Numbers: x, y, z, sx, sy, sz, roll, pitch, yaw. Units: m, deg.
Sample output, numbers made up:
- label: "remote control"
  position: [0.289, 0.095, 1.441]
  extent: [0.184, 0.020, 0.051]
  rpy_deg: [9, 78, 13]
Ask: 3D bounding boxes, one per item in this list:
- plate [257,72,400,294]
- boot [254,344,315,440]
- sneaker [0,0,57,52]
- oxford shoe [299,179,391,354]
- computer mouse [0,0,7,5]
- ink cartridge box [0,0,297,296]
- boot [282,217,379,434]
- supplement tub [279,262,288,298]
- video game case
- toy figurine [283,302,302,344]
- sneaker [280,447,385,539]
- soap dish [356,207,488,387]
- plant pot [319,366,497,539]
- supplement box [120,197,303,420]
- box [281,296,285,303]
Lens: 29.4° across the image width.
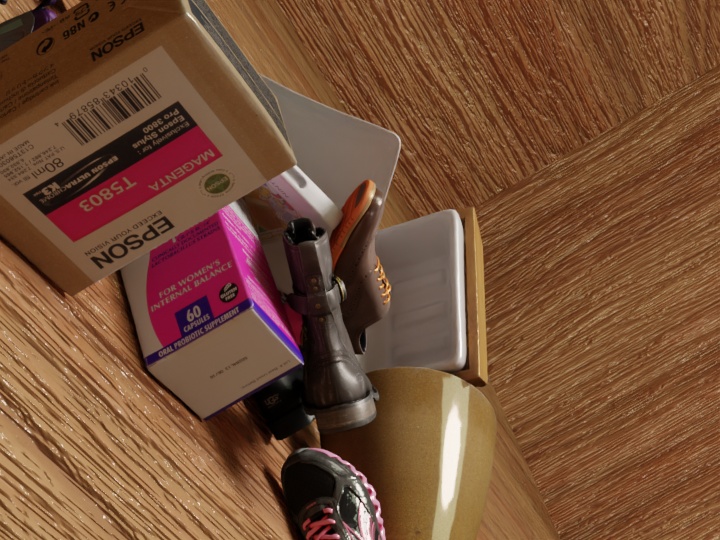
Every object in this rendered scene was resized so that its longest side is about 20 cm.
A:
- label: "plate"
  position: [-0.061, -0.076, 1.338]
  extent: [0.198, 0.202, 0.032]
  rpy_deg: [25, 25, 22]
- label: "boot"
  position: [-0.090, 0.065, 1.346]
  extent: [0.164, 0.073, 0.198]
  rpy_deg: [61, 12, -6]
- label: "sneaker"
  position: [-0.218, -0.107, 1.053]
  extent: [0.201, 0.087, 0.075]
  rpy_deg: [59, 8, -16]
- label: "oxford shoe"
  position: [0.000, 0.000, 1.264]
  extent: [0.072, 0.072, 0.201]
  rpy_deg: [-73, -179, -45]
- label: "computer mouse"
  position: [-0.351, -0.305, 1.079]
  extent: [0.202, 0.046, 0.140]
  rpy_deg: [68, 13, 9]
- label: "ink cartridge box"
  position: [-0.166, -0.093, 0.927]
  extent: [0.165, 0.198, 0.076]
  rpy_deg: [51, 12, -48]
- label: "boot"
  position: [-0.031, 0.040, 1.193]
  extent: [0.200, 0.068, 0.177]
  rpy_deg: [-150, -133, -82]
- label: "supplement tub"
  position: [-0.066, -0.072, 1.466]
  extent: [0.107, 0.106, 0.202]
  rpy_deg: [48, 17, -58]
- label: "video game case"
  position: [-0.131, -0.092, 1.250]
  extent: [0.182, 0.023, 0.199]
  rpy_deg: [45, -26, -22]
- label: "toy figurine"
  position: [-0.015, 0.067, 1.533]
  extent: [0.149, 0.202, 0.184]
  rpy_deg: [8, -18, 40]
- label: "sneaker"
  position: [-0.016, 0.250, 1.201]
  extent: [0.202, 0.078, 0.095]
  rpy_deg: [61, 19, 7]
- label: "soap dish"
  position: [0.061, 0.045, 1.449]
  extent: [0.081, 0.156, 0.202]
  rpy_deg: [41, 42, -47]
- label: "plant pot"
  position: [0.044, 0.232, 1.340]
  extent: [0.187, 0.184, 0.202]
  rpy_deg: [55, 27, -37]
- label: "supplement box"
  position: [-0.136, 0.003, 1.147]
  extent: [0.104, 0.100, 0.201]
  rpy_deg: [52, 11, -50]
- label: "box"
  position: [-0.141, -0.052, 1.535]
  extent: [0.202, 0.040, 0.137]
  rpy_deg: [65, 9, 27]
